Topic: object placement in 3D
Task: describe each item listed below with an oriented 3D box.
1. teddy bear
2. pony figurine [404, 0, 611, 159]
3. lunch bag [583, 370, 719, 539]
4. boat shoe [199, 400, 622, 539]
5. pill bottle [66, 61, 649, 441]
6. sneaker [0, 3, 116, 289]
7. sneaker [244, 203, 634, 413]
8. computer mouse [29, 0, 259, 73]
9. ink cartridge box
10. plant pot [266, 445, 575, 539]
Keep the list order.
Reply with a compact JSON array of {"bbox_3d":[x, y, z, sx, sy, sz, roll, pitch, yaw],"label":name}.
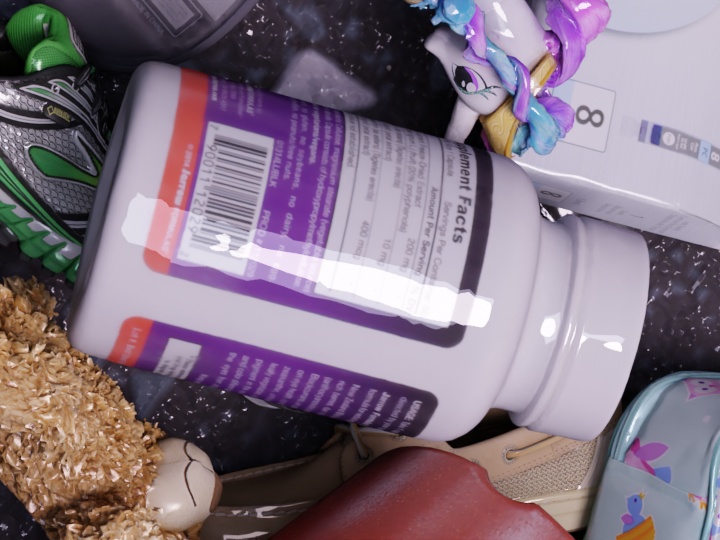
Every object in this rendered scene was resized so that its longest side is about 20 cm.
[{"bbox_3d":[-0.113,0.055,1.019,0.067,0.145,0.200,-39,114,-4],"label":"teddy bear"},{"bbox_3d":[0.058,-0.151,1.004,0.193,0.167,0.200,-36,108,12],"label":"pony figurine"},{"bbox_3d":[0.165,0.146,1.145,0.160,0.077,0.201,4,103,-38],"label":"lunch bag"},{"bbox_3d":[0.014,0.081,1.129,0.199,0.071,0.065,-8,109,-18],"label":"boat shoe"},{"bbox_3d":[0.000,0.000,1.004,0.200,0.111,0.112,15,97,-9],"label":"pill bottle"},{"bbox_3d":[-0.117,-0.049,1.058,0.200,0.078,0.085,27,108,-34],"label":"sneaker"},{"bbox_3d":[0.040,0.007,1.111,0.200,0.091,0.067,-27,104,-4],"label":"sneaker"},{"bbox_3d":[-0.045,-0.155,1.083,0.200,0.053,0.139,-33,117,5],"label":"computer mouse"},{"bbox_3d":[0.159,-0.090,1.109,0.199,0.047,0.160,14,75,-9],"label":"ink cartridge box"},{"bbox_3d":[-0.006,0.180,0.997,0.195,0.201,0.201,-40,105,-28],"label":"plant pot"}]
